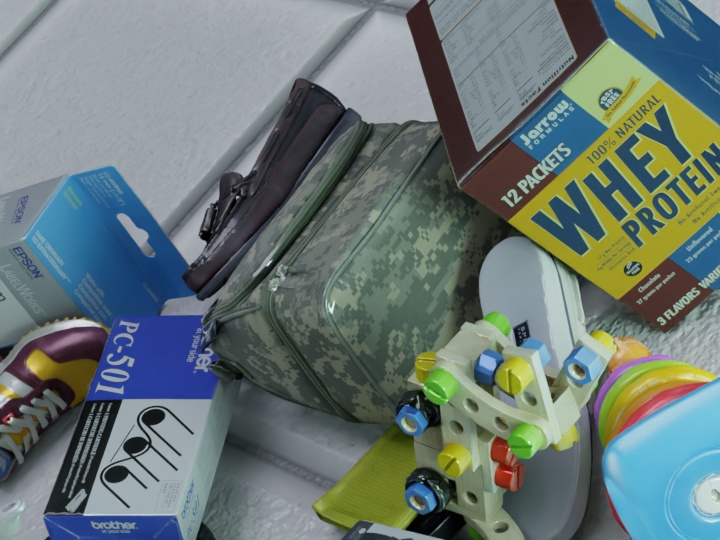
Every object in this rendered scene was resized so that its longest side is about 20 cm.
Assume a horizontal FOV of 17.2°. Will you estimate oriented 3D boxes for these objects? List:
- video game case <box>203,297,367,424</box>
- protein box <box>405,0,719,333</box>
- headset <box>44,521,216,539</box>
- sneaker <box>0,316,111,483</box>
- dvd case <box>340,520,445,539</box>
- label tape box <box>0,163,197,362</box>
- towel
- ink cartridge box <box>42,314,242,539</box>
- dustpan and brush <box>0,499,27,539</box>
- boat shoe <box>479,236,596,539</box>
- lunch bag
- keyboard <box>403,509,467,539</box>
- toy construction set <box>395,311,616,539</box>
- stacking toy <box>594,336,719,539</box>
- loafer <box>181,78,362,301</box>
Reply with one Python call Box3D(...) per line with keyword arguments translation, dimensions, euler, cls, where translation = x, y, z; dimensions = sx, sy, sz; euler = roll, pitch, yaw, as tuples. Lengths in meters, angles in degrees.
Box3D(translation=(-0.010, 0.014, 1.714), dimensions=(0.200, 0.023, 0.182), euler=(19, 61, 46), cls="video game case")
Box3D(translation=(0.158, -0.107, 1.545), dimensions=(0.135, 0.198, 0.200), euler=(-43, 33, 22), cls="protein box")
Box3D(translation=(-0.181, 0.235, 1.581), dimensions=(0.199, 0.094, 0.124), euler=(-22, 36, -9), cls="headset")
Box3D(translation=(-0.255, 0.110, 1.765), dimensions=(0.199, 0.075, 0.090), euler=(-27, 45, 21), cls="sneaker")
Box3D(translation=(0.027, 0.211, 1.329), dimensions=(0.199, 0.025, 0.150), euler=(8, 43, 46), cls="dvd case")
Box3D(translation=(-0.238, 0.011, 1.790), dimensions=(0.199, 0.143, 0.066), euler=(-14, 41, 26), cls="label tape box")
Box3D(translation=(0.057, 0.097, 1.555), dimensions=(0.200, 0.018, 0.086), euler=(-46, 29, -20), cls="towel")
Box3D(translation=(-0.142, 0.110, 1.618), dimensions=(0.094, 0.044, 0.200), euler=(-2, 39, 13), cls="ink cartridge box")
Box3D(translation=(-0.269, 0.206, 1.602), dimensions=(0.200, 0.057, 0.140), euler=(-30, 20, 39), cls="dustpan and brush")
Box3D(translation=(0.121, 0.079, 1.498), dimensions=(0.071, 0.070, 0.201), euler=(-25, 61, 34), cls="boat shoe")
Box3D(translation=(0.000, 0.000, 1.599), dimensions=(0.167, 0.139, 0.200), euler=(1, 48, 52), cls="lunch bag")
Box3D(translation=(-0.005, 0.224, 1.481), dimensions=(0.200, 0.040, 0.104), euler=(-44, 14, -11), cls="keyboard")
Box3D(translation=(0.084, 0.112, 1.404), dimensions=(0.131, 0.201, 0.092), euler=(17, 29, 29), cls="toy construction set")
Box3D(translation=(0.182, 0.089, 1.432), dimensions=(0.109, 0.116, 0.200), euler=(-30, 25, 2), cls="stacking toy")
Box3D(translation=(-0.079, -0.063, 1.802), dimensions=(0.200, 0.063, 0.072), euler=(-50, 4, -26), cls="loafer")
